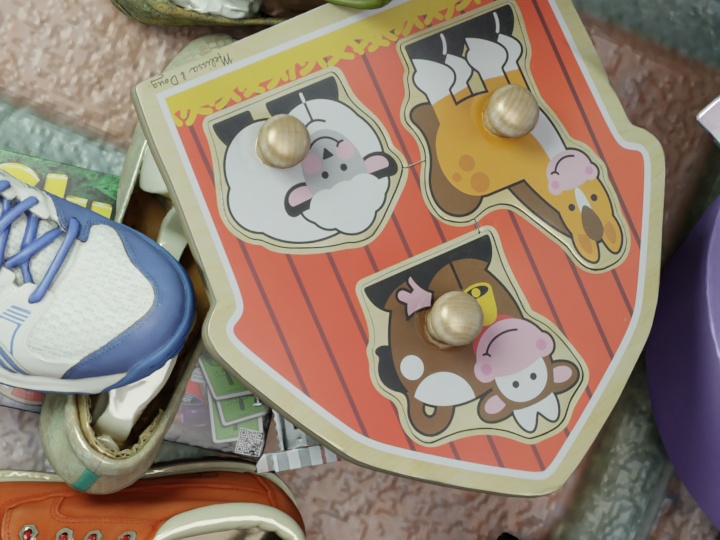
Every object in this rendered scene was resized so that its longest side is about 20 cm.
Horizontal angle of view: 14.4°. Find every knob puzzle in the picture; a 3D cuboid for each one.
[{"bbox_3d":[0.033,-0.010,1.055,0.219,0.030,0.221,3,80,-19],"label":"knob puzzle"}]

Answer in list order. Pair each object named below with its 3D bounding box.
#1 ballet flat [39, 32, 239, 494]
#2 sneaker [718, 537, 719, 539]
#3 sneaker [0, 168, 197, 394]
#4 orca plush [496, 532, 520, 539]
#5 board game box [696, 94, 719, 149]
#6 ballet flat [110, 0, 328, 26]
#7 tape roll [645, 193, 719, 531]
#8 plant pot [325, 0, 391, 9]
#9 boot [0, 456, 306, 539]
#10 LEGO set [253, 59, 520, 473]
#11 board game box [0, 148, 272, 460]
[{"bbox_3d":[-0.071,-0.005,1.139,0.067,0.062,0.201,20,77,-11],"label":"ballet flat"},{"bbox_3d":[0.211,0.161,1.234,0.114,0.075,0.201,7,87,-12],"label":"sneaker"},{"bbox_3d":[-0.159,-0.014,1.078,0.199,0.088,0.075,19,71,12],"label":"sneaker"},{"bbox_3d":[0.034,0.197,1.197,0.105,0.071,0.201,16,109,-2],"label":"orca plush"},{"bbox_3d":[0.270,-0.048,1.108,0.200,0.043,0.199,-40,81,7],"label":"board game box"},{"bbox_3d":[-0.007,-0.128,1.171,0.199,0.071,0.071,-2,94,-12],"label":"ballet flat"},{"bbox_3d":[0.225,0.033,1.184,0.199,0.085,0.201,5,68,-11],"label":"tape roll"},{"bbox_3d":[0.017,-0.203,1.040,0.187,0.187,0.200,30,78,-12],"label":"plant pot"},{"bbox_3d":[-0.116,0.119,1.142,0.199,0.107,0.075,-11,98,-9],"label":"boot"},{"bbox_3d":[0.000,0.000,1.141,0.115,0.154,0.201,-10,97,7],"label":"LEGO set"},{"bbox_3d":[-0.126,0.008,1.176,0.199,0.023,0.105,12,88,-13],"label":"board game box"}]
